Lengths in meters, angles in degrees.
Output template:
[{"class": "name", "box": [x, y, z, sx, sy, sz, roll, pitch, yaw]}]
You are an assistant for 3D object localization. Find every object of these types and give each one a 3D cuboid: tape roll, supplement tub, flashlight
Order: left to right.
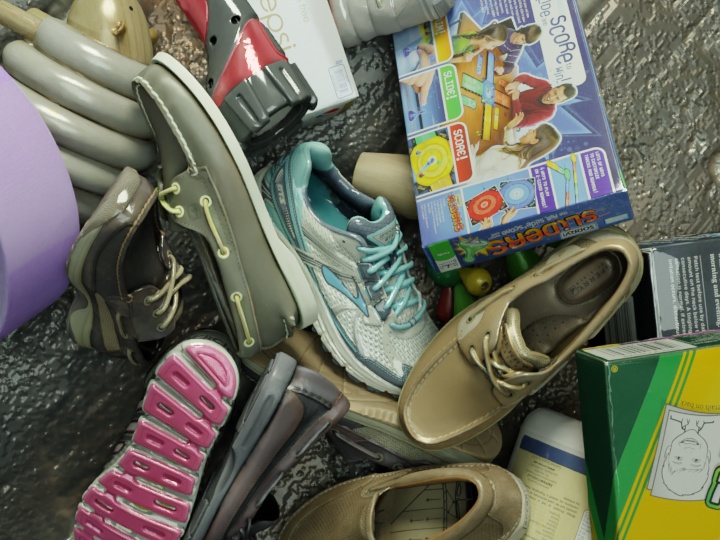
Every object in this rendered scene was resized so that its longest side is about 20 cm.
[{"class": "tape roll", "box": [-0.272, -0.048, 0.759, 0.201, 0.199, 0.066, 55, 43, -4]}, {"class": "flashlight", "box": [-0.109, -0.172, 0.793, 0.067, 0.068, 0.201, -30, 79, -39]}, {"class": "supplement tub", "box": [0.151, 0.212, 0.842, 0.142, 0.144, 0.203, 20, 88, -7]}]

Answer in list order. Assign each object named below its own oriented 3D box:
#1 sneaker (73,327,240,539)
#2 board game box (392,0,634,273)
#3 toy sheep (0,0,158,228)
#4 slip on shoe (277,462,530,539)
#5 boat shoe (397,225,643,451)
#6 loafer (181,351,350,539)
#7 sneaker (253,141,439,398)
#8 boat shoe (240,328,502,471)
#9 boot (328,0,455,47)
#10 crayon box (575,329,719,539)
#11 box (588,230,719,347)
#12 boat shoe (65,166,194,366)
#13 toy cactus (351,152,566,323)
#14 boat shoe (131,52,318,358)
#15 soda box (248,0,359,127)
[{"class": "sneaker", "box": [-0.134, 0.122, 0.841, 0.073, 0.088, 0.202, 26, 109, -3]}, {"class": "board game box", "box": [0.097, -0.106, 0.813, 0.133, 0.035, 0.203, -15, 55, 14]}, {"class": "toy sheep", "box": [-0.198, -0.097, 0.806, 0.136, 0.138, 0.202, 24, 101, -7]}, {"class": "slip on shoe", "box": [0.016, 0.173, 0.819, 0.198, 0.060, 0.077, -15, 67, 29]}, {"class": "boat shoe", "box": [0.096, 0.045, 0.777, 0.071, 0.064, 0.200, 46, 104, 3]}, {"class": "loafer", "box": [-0.072, 0.151, 0.819, 0.062, 0.072, 0.202, 25, 113, -6]}, {"class": "sneaker", "box": [0.000, 0.000, 0.829, 0.200, 0.086, 0.078, 49, 43, 0]}, {"class": "boat shoe", "box": [0.001, 0.104, 0.861, 0.197, 0.072, 0.065, 22, 121, -4]}, {"class": "boot", "box": [-0.004, -0.262, 0.858, 0.094, 0.073, 0.203, -17, 76, 13]}, {"class": "crayon box", "box": [0.241, 0.125, 0.750, 0.197, 0.058, 0.176, -7, 95, -9]}, {"class": "box", "box": [0.276, 0.025, 0.857, 0.196, 0.148, 0.109, -7, 91, -8]}, {"class": "boat shoe", "box": [-0.141, 0.003, 0.775, 0.073, 0.200, 0.075, 27, 64, -1]}, {"class": "toy cactus", "box": [0.077, -0.053, 0.871, 0.162, 0.102, 0.203, 15, 90, 11]}, {"class": "boat shoe", "box": [-0.096, -0.038, 0.773, 0.060, 0.072, 0.204, -32, 109, -16]}, {"class": "soda box", "box": [-0.064, -0.202, 0.850, 0.063, 0.068, 0.203, -18, 92, -7]}]
